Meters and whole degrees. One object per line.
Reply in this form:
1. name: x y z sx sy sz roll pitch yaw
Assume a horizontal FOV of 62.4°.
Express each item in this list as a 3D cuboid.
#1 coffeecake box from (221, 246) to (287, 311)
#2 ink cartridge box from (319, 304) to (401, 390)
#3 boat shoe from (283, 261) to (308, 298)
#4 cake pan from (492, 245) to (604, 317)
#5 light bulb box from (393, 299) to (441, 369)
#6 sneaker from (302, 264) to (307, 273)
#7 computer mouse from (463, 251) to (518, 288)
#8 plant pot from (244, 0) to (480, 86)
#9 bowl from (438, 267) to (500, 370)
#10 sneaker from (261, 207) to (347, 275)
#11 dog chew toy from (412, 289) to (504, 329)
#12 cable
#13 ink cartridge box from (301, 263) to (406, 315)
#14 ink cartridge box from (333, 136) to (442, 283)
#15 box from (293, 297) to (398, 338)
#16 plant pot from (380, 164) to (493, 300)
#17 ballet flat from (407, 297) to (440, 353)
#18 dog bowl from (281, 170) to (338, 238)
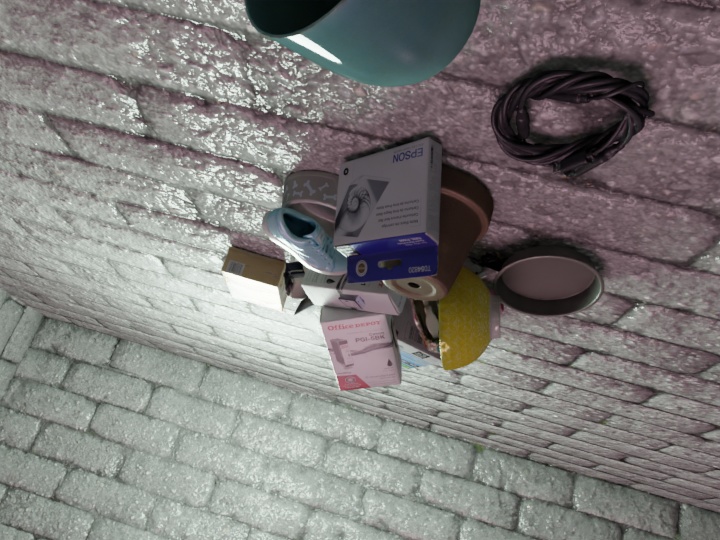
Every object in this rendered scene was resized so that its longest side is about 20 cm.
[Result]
1. coffeecake box: -0.275 0.027 1.586 0.152 0.074 0.200 15 158 3
2. ink cartridge box: 0.004 0.154 1.285 0.145 0.083 0.202 -8 123 10
3. boat shoe: -0.095 0.019 1.458 0.198 0.093 0.075 4 126 -27
4. cake pan: 0.348 0.020 1.111 0.198 0.037 0.201 8 146 5
5. light bulb box: 0.102 0.158 1.542 0.197 0.126 0.199 27 154 -22
6. sneaker: -0.045 0.000 1.370 0.199 0.076 0.084 19 -162 37
7. computer mouse: 0.218 0.007 1.214 0.199 0.044 0.109 -5 149 43
8. plant pot: 0.018 -0.267 0.546 0.199 0.203 0.160 -4 164 42
9. bowl: 0.211 0.088 1.128 0.106 0.202 0.201 0 154 13
10. sneaker: -0.088 -0.052 1.113 0.199 0.075 0.082 27 159 -24
11. dog chew toy: 0.217 0.086 1.310 0.198 0.126 0.124 -7 148 31
12. cable: 0.259 -0.191 0.737 0.162 0.051 0.200 29 158 -13
13. ink cartridge box: 0.000 0.000 1.220 0.198 0.148 0.086 4 148 27
14. ink cartridge box: 0.038 -0.087 0.928 0.198 0.203 0.040 -7 167 44
15. box: -0.035 0.124 1.383 0.200 0.049 0.158 40 143 -20
16. plant pot: 0.108 -0.052 0.989 0.198 0.176 0.201 15 157 7
17. ballet flat: 0.141 0.073 1.247 0.075 0.202 0.064 -20 165 2
18. dog bowl: -0.061 -0.108 1.136 0.198 0.059 0.201 15 157 6
